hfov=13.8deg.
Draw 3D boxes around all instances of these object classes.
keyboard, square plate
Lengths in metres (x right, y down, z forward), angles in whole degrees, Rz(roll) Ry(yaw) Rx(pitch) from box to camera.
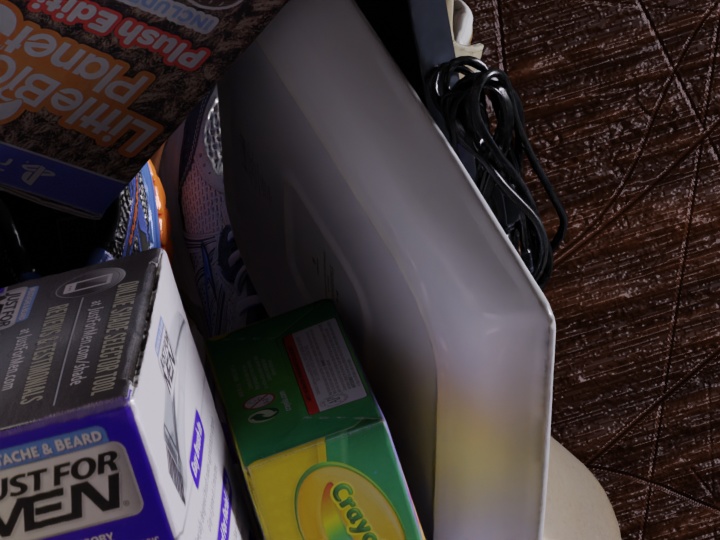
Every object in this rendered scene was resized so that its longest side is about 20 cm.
[{"bbox_3d":[0.031,-0.032,0.907,0.104,0.039,0.201,48,-23,49],"label":"keyboard"},{"bbox_3d":[0.000,0.000,0.935,0.199,0.028,0.201,57,-18,30],"label":"square plate"}]

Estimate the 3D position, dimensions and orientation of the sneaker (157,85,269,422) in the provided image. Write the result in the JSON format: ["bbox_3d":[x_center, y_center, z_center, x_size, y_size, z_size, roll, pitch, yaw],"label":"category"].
[{"bbox_3d":[-0.026,0.010,1.098,0.085,0.077,0.201,140,-53,-64],"label":"sneaker"}]

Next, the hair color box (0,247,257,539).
[{"bbox_3d":[-0.056,0.108,0.813,0.109,0.064,0.201,-88,164,-70],"label":"hair color box"}]

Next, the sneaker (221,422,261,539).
[{"bbox_3d":[-0.073,0.093,0.962,0.200,0.088,0.081,-25,120,-65],"label":"sneaker"}]

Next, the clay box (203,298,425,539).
[{"bbox_3d":[0.008,0.121,0.903,0.115,0.047,0.201,-116,-173,-70],"label":"clay box"}]

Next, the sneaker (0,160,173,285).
[{"bbox_3d":[-0.114,-0.069,1.068,0.078,0.075,0.201,-64,136,-80],"label":"sneaker"}]

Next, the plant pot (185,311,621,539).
[{"bbox_3d":[-0.016,0.092,1.233,0.200,0.186,0.188,51,18,-43],"label":"plant pot"}]

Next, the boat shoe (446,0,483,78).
[{"bbox_3d":[0.007,-0.070,0.994,0.075,0.068,0.201,52,-22,39],"label":"boat shoe"}]

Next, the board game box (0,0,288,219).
[{"bbox_3d":[-0.074,-0.145,0.876,0.096,0.200,0.160,18,42,-34],"label":"board game box"}]
